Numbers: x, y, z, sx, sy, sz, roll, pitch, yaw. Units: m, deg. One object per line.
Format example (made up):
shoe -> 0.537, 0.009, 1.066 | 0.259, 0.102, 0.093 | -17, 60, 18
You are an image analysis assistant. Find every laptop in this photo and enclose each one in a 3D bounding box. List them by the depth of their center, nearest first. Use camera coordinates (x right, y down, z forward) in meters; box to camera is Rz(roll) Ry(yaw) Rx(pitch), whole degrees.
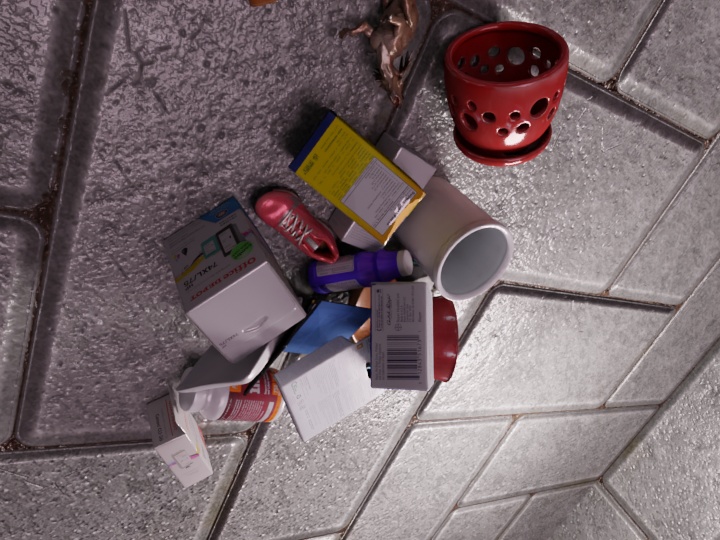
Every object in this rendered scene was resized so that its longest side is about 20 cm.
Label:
laptop -> -0.092, 0.149, 1.020 | 0.115, 0.201, 0.188 | 36, 131, -5

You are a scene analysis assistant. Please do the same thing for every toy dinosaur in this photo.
toy dinosaur -> 0.057, -0.371, 0.859 | 0.135, 0.085, 0.202 | 28, 91, -53

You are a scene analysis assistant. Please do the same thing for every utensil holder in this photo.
utensil holder -> 0.170, -0.069, 1.076 | 0.168, 0.201, 0.172 | -16, 132, -19

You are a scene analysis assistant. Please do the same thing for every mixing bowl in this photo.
mixing bowl -> 0.143, 0.151, 1.261 | 0.107, 0.201, 0.202 | 3, 125, -9

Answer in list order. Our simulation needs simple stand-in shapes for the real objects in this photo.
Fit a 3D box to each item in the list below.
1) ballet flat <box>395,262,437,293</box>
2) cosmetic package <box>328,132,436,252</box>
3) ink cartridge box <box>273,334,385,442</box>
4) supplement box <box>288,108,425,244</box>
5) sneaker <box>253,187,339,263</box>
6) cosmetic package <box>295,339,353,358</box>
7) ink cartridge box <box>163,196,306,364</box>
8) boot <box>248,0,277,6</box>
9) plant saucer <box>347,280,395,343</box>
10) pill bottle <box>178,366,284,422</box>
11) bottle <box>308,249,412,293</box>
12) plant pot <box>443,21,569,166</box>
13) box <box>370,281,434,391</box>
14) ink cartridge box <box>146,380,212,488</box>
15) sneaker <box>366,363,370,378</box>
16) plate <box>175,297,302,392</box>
ballet flat -> 0.134, 0.018, 1.170 | 0.068, 0.069, 0.199 | -25, 167, 35
cosmetic package -> 0.038, -0.140, 1.031 | 0.101, 0.071, 0.201 | 19, 113, -40
ink cartridge box -> -0.053, 0.219, 1.067 | 0.198, 0.043, 0.198 | -29, 136, -18
supplement box -> -0.005, -0.155, 0.907 | 0.199, 0.110, 0.109 | 38, 103, -12
sneaker -> -0.103, -0.077, 0.984 | 0.074, 0.087, 0.199 | -47, 134, 9
cosmetic package -> -0.053, 0.164, 1.215 | 0.105, 0.071, 0.200 | -43, 135, 7
ink cartridge box -> -0.209, 0.014, 0.910 | 0.146, 0.200, 0.147 | -33, 135, -4
boot -> -0.081, -0.446, 0.720 | 0.197, 0.074, 0.156 | -16, 131, -3
plant saucer -> 0.035, 0.065, 1.176 | 0.199, 0.037, 0.202 | -32, 136, -37
pill bottle -> -0.259, 0.249, 1.127 | 0.198, 0.113, 0.114 | 14, 117, -39
bottle -> 0.000, 0.000, 1.050 | 0.197, 0.066, 0.083 | -10, 168, 26
plant pot -> 0.243, -0.295, 0.949 | 0.198, 0.201, 0.184 | -24, 140, -13
box -> 0.081, 0.123, 1.031 | 0.103, 0.187, 0.200 | -1, 172, 11
ink cartridge box -> -0.374, 0.333, 1.122 | 0.067, 0.117, 0.202 | -23, 132, -13
sneaker -> 0.032, 0.225, 1.206 | 0.199, 0.082, 0.074 | 21, 112, -41
plate -> -0.205, 0.137, 0.970 | 0.198, 0.201, 0.032 | -18, 118, 38
